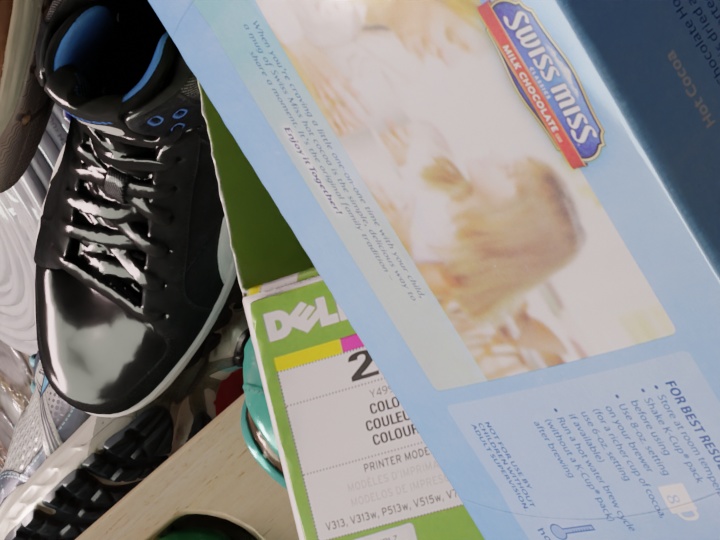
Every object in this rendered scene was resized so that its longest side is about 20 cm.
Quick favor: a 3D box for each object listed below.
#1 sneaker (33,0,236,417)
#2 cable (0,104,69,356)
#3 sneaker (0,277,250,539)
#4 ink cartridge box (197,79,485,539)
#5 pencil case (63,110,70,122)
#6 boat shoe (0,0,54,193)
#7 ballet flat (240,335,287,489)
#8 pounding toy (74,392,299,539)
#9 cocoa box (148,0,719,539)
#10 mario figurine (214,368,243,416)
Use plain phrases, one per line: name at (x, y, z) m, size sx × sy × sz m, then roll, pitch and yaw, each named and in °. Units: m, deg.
sneaker at (-0.077, -0.037, 0.812) m, size 0.073 × 0.112 × 0.201 m, roll 26°, pitch 108°, yaw 15°
cable at (-0.163, -0.052, 1.125) m, size 0.200 × 0.069 × 0.201 m, roll 24°, pitch 143°, yaw 48°
sneaker at (-0.095, 0.036, 1.040) m, size 0.200 × 0.077 × 0.086 m, roll -52°, pitch 55°, yaw 21°
ink cartridge box at (0.029, -0.004, 0.744) m, size 0.075 × 0.148 × 0.201 m, roll -16°, pitch 84°, yaw 26°
pencil case at (-0.105, -0.120, 0.908) m, size 0.087 × 0.078 × 0.200 m, roll -38°, pitch 88°, yaw 32°
boat shoe at (-0.127, -0.124, 0.831) m, size 0.076 × 0.071 × 0.201 m, roll 91°, pitch -178°, yaw -82°
ballet flat at (0.000, 0.000, 0.866) m, size 0.067 × 0.070 × 0.200 m, roll 41°, pitch -159°, yaw -20°
pounding toy at (-0.041, 0.140, 0.924) m, size 0.142 × 0.184 × 0.200 m, roll 50°, pitch -171°, yaw 3°
cocoa box at (0.064, -0.044, 0.612) m, size 0.133 × 0.131 × 0.200 m, roll -17°, pitch 108°, yaw 53°
mario figurine at (-0.086, 0.110, 1.157) m, size 0.123 × 0.106 × 0.200 m, roll 6°, pitch 149°, yaw 13°
